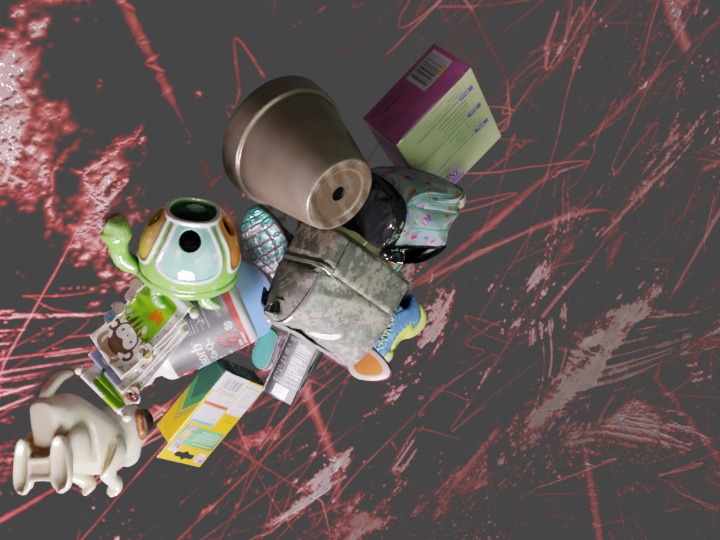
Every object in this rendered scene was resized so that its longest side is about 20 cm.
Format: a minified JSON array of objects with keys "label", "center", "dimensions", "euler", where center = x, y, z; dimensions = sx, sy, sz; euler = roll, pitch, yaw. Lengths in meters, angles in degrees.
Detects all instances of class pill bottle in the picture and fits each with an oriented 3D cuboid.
[{"label":"pill bottle","center":[-0.268,0.096,1.264],"dimensions":[0.198,0.117,0.117],"euler":[-25,142,-7]}]

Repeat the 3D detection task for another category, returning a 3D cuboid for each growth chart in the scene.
[{"label":"growth chart","center":[-0.328,0.099,1.198],"dimensions":[0.201,0.144,0.018],"euler":[-56,157,-11]}]

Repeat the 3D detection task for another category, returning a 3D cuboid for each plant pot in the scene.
[{"label":"plant pot","center":[-0.079,-0.155,1.212],"dimensions":[0.198,0.174,0.202],"euler":[-28,142,-24]}]

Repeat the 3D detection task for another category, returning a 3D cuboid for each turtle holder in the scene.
[{"label":"turtle holder","center":[-0.262,-0.039,1.182],"dimensions":[0.141,0.183,0.133],"euler":[-56,164,-51]}]

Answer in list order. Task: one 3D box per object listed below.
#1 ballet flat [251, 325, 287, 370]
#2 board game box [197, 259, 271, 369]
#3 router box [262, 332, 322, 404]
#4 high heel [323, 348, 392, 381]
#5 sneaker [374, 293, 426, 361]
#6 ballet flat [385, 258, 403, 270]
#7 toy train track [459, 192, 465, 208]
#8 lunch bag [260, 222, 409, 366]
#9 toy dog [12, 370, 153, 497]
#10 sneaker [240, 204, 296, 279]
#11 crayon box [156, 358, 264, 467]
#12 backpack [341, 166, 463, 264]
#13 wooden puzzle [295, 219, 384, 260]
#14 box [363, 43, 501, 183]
[{"label":"ballet flat","center":[-0.142,0.095,1.492],"dimensions":[0.071,0.069,0.202],"euler":[-30,150,-53]},{"label":"board game box","center":[-0.242,0.063,1.359],"dimensions":[0.198,0.039,0.160],"euler":[-27,120,-13]},{"label":"router box","center":[-0.095,0.130,1.479],"dimensions":[0.152,0.061,0.200],"euler":[-65,176,19]},{"label":"high heel","center":[-0.004,0.172,1.593],"dimensions":[0.095,0.198,0.068],"euler":[22,82,-54]},{"label":"sneaker","center":[0.051,0.121,1.722],"dimensions":[0.199,0.075,0.106],"euler":[-40,134,-23]},{"label":"ballet flat","center":[0.093,-0.078,1.563],"dimensions":[0.201,0.070,0.071],"euler":[-52,146,-4]},{"label":"toy train track","center":[0.138,-0.092,1.627],"dimensions":[0.199,0.033,0.116],"euler":[-33,143,-19]},{"label":"lunch bag","center":[-0.046,0.042,1.293],"dimensions":[0.199,0.138,0.170],"euler":[36,74,-40]},{"label":"toy dog","center":[-0.426,0.261,1.293],"dimensions":[0.138,0.197,0.199],"euler":[-21,162,30]},{"label":"sneaker","center":[-0.133,-0.036,1.366],"dimensions":[0.076,0.092,0.201],"euler":[-18,125,16]},{"label":"crayon box","center":[-0.282,0.259,1.505],"dimensions":[0.201,0.052,0.125],"euler":[-50,145,3]},{"label":"backpack","center":[0.073,-0.096,1.310],"dimensions":[0.198,0.167,0.128],"euler":[1,125,-44]},{"label":"wooden puzzle","center":[-0.032,-0.066,1.475],"dimensions":[0.198,0.037,0.187],"euler":[-16,135,-30]},{"label":"box","center":[0.127,-0.246,1.411],"dimensions":[0.176,0.097,0.200],"euler":[-46,144,-1]}]
